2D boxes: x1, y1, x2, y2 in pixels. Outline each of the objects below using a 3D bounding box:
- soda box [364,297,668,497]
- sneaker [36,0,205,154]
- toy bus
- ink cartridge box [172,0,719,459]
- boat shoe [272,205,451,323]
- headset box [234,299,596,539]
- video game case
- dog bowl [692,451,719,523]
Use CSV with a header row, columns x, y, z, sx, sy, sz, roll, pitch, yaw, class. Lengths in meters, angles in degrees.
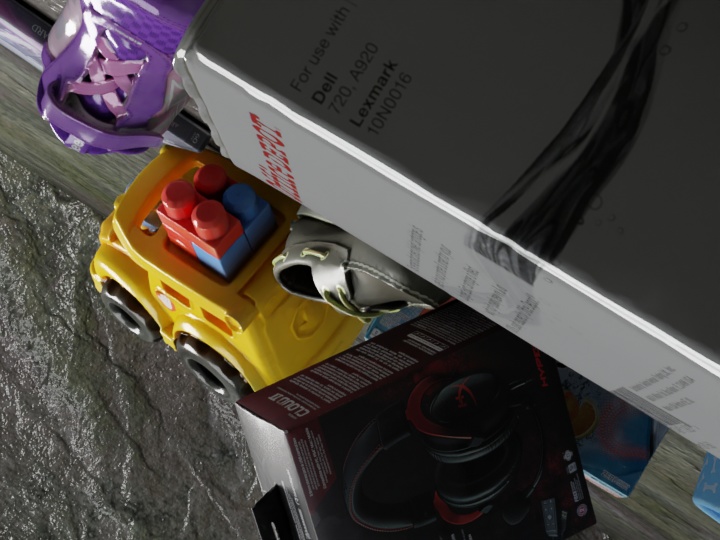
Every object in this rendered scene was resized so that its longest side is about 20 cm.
x,y,z,sx,sy,sz,roll,pitch,yaw,class
0.101,0.070,1.292,0.199,0.064,0.068,30,175,4,soda box
-0.089,-0.087,0.782,0.080,0.089,0.200,33,174,-8,sneaker
-0.109,-0.021,1.387,0.200,0.136,0.192,32,163,27,toy bus
0.064,-0.022,0.494,0.200,0.085,0.146,32,175,4,ink cartridge box
0.002,0.002,1.233,0.072,0.060,0.202,34,175,-24,boat shoe
0.026,0.119,1.180,0.075,0.199,0.149,21,131,61,headset box
-0.202,-0.142,1.313,0.200,0.019,0.143,35,174,-23,video game case
0.276,0.160,1.190,0.200,0.050,0.111,34,174,-33,dog bowl
